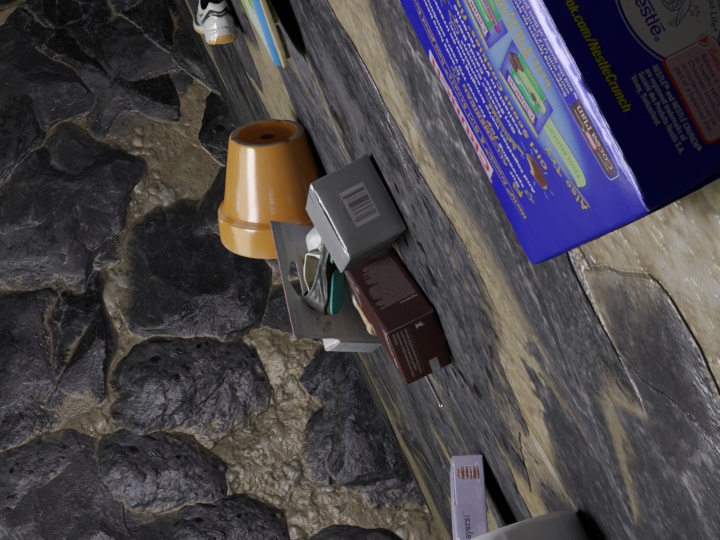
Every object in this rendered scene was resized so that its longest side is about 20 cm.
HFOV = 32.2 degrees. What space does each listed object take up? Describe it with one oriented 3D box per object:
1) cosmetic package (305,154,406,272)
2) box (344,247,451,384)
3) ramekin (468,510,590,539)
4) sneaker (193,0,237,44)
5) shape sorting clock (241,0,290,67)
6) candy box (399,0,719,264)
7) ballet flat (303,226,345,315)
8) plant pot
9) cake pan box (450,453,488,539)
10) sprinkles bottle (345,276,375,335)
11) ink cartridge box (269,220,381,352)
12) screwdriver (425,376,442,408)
[{"bbox_3d":[-0.009,-0.067,1.561,0.107,0.090,0.200,61,171,4],"label":"cosmetic package"},{"bbox_3d":[0.043,0.047,1.663,0.200,0.075,0.100,55,169,52],"label":"box"},{"bbox_3d":[0.148,0.314,1.243,0.201,0.200,0.098,79,171,-70],"label":"ramekin"},{"bbox_3d":[-0.273,-0.488,2.351,0.200,0.075,0.088,-133,33,-62],"label":"sneaker"},{"bbox_3d":[-0.132,-0.361,1.628,0.201,0.039,0.200,64,176,7],"label":"shape sorting clock"},{"bbox_3d":[0.084,-0.100,0.526,0.170,0.077,0.200,63,174,2],"label":"candy box"},{"bbox_3d":[-0.049,-0.023,1.811,0.068,0.068,0.201,26,124,17],"label":"ballet flat"},{"bbox_3d":[-0.145,-0.146,2.087,0.200,0.199,0.184,-124,26,-59],"label":"plant pot"},{"bbox_3d":[0.160,0.382,1.828,0.184,0.052,0.201,75,-168,-69],"label":"cake pan box"},{"bbox_3d":[0.000,0.000,1.879,0.200,0.068,0.068,61,174,26],"label":"sprinkles bottle"},{"bbox_3d":[-0.061,0.026,1.928,0.044,0.173,0.201,-37,58,44],"label":"ink cartridge box"},{"bbox_3d":[0.079,0.125,1.887,0.201,0.028,0.029,66,147,22],"label":"screwdriver"}]
